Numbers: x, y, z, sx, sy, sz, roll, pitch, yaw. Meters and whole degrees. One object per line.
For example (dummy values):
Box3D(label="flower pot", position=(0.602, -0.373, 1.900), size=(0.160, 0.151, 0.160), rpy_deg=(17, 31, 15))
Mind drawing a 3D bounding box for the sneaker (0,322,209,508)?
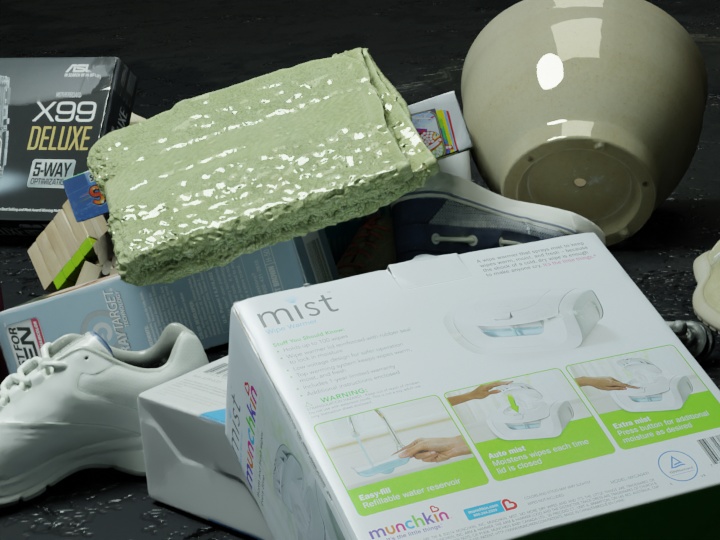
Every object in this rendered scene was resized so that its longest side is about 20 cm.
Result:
Box3D(label="sneaker", position=(-0.178, 0.079, 0.937), size=(0.200, 0.087, 0.075), rpy_deg=(-12, 21, -18))

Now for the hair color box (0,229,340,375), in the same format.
Box3D(label="hair color box", position=(-0.120, 0.022, 1.038), size=(0.200, 0.061, 0.099), rpy_deg=(-17, 4, 11))

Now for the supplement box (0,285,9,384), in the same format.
Box3D(label="supplement box", position=(-0.328, 0.055, 1.019), size=(0.200, 0.103, 0.131), rpy_deg=(-6, 17, -6))

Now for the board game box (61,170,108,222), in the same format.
Box3D(label="board game box", position=(-0.100, -0.090, 1.188), size=(0.200, 0.034, 0.135), rpy_deg=(-18, 6, 16))

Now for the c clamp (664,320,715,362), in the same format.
Box3D(label="c clamp", position=(0.153, 0.037, 1.004), size=(0.171, 0.027, 0.200), rpy_deg=(8, 0, 32))

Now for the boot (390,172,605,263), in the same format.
Box3D(label="boot", position=(0.099, -0.002, 1.168), size=(0.200, 0.090, 0.073), rpy_deg=(14, -20, -36))

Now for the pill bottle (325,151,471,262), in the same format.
Box3D(label="pill bottle", position=(-0.012, -0.061, 1.289), size=(0.200, 0.111, 0.111), rpy_deg=(-4, 18, 2))

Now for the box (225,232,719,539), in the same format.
Box3D(label="box", position=(0.057, 0.082, 0.761), size=(0.200, 0.097, 0.177), rpy_deg=(-12, 43, -21))

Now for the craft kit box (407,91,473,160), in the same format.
Box3D(label="craft kit box", position=(-0.031, -0.067, 1.129), size=(0.197, 0.049, 0.200), rpy_deg=(-17, 3, -4))

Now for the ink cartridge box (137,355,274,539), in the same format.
Box3D(label="ink cartridge box", position=(-0.013, 0.079, 0.930), size=(0.116, 0.067, 0.200), rpy_deg=(12, 24, 42))

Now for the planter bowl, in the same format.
Box3D(label="planter bowl", position=(0.174, -0.103, 1.287), size=(0.200, 0.200, 0.135), rpy_deg=(-1, 44, 11))

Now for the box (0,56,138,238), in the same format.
Box3D(label="box", position=(-0.307, -0.108, 1.438), size=(0.200, 0.158, 0.050), rpy_deg=(3, -19, 19))

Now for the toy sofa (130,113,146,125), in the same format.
Box3D(label="toy sofa", position=(-0.271, -0.123, 1.579), size=(0.097, 0.083, 0.200), rpy_deg=(0, 16, -19))

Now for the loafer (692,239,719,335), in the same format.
Box3D(label="loafer", position=(0.257, 0.009, 1.043), size=(0.076, 0.068, 0.200), rpy_deg=(34, 16, -8))

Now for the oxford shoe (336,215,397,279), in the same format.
Box3D(label="oxford shoe", position=(0.000, 0.000, 1.155), size=(0.070, 0.075, 0.200), rpy_deg=(7, 21, 30))

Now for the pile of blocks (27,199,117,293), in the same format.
Box3D(label="pile of blocks", position=(-0.166, 0.013, 1.198), size=(0.200, 0.082, 0.062), rpy_deg=(25, 1, 44))

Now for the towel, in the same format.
Box3D(label="towel", position=(-0.063, -0.064, 0.994), size=(0.200, 0.037, 0.148), rpy_deg=(-20, 41, -4))
